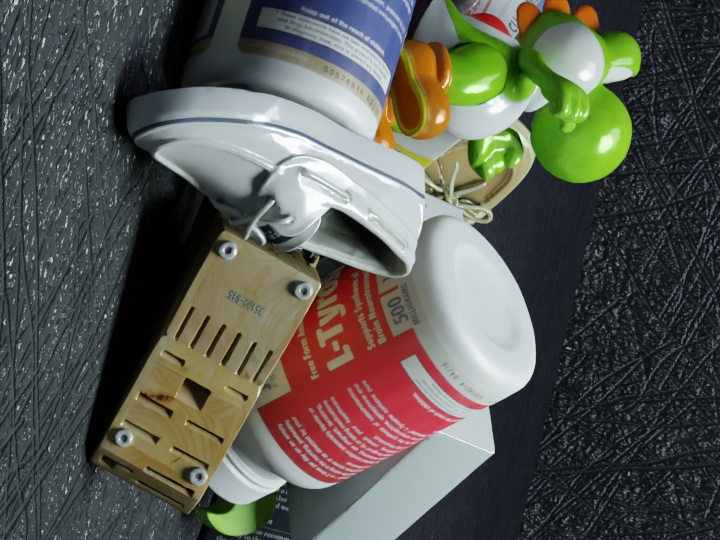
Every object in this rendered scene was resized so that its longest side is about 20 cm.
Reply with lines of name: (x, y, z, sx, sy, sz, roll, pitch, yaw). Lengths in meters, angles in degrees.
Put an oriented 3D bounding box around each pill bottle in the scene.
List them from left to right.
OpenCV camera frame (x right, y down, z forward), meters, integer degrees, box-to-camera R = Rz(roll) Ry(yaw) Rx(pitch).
pill bottle: (-0.019, -0.170, 1.567, 0.111, 0.111, 0.201, 74, 31, -69)
pill bottle: (-0.006, 0.058, 1.671, 0.112, 0.200, 0.113, 44, 29, -33)

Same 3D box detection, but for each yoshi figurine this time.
yoshi figurine: (0.090, -0.090, 1.659, 0.199, 0.112, 0.112, -12, 129, -37)

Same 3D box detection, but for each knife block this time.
knife block: (-0.076, 0.022, 1.610, 0.201, 0.064, 0.176, -61, -173, 4)

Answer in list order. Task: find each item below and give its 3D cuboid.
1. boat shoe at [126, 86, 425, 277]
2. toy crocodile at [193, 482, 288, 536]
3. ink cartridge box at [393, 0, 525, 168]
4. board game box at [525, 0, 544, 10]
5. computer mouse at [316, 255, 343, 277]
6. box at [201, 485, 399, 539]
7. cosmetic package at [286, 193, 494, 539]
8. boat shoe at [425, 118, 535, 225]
boat shoe: (-0.039, -0.044, 1.496, 0.199, 0.073, 0.066, 16, 65, -39)
toy crocodile: (-0.065, 0.069, 1.784, 0.067, 0.061, 0.201, 38, -56, 55)
ink cartridge box: (0.040, -0.119, 1.783, 0.200, 0.067, 0.117, -38, -165, 37)
board game box: (0.117, -0.257, 1.889, 0.199, 0.043, 0.201, 126, -26, -68)
computer mouse: (0.000, 0.000, 1.781, 0.059, 0.200, 0.034, -33, 106, -25)
box: (-0.041, 0.190, 1.922, 0.148, 0.104, 0.201, 85, 20, -58)
cosmetic package: (0.012, 0.069, 1.802, 0.151, 0.052, 0.201, -46, -145, 37)
boat shoe: (0.034, -0.039, 1.874, 0.200, 0.073, 0.063, -34, -160, 38)
